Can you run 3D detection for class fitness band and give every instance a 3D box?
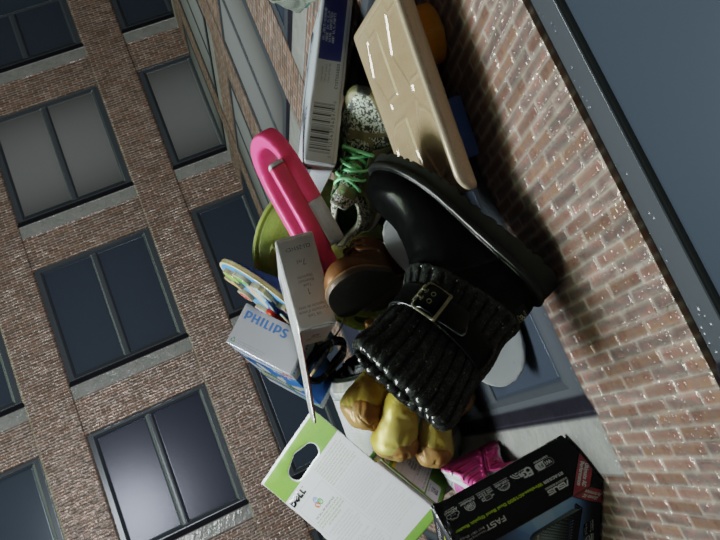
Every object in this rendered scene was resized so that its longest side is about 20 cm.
[{"bbox_3d":[-0.071,-0.067,0.816,0.204,0.037,0.143,61,167,-1],"label":"fitness band"}]

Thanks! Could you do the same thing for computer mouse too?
[{"bbox_3d":[-0.013,0.054,0.875,0.058,0.204,0.034,25,-177,-30],"label":"computer mouse"}]

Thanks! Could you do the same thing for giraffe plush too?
[{"bbox_3d":[0.080,0.115,0.821,0.162,0.168,0.206,128,154,-65],"label":"giraffe plush"}]

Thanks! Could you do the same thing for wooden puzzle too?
[{"bbox_3d":[0.055,-0.159,0.652,0.200,0.045,0.190,-171,61,-82],"label":"wooden puzzle"}]

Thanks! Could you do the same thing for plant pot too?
[{"bbox_3d":[-0.027,-0.012,0.981,0.183,0.197,0.205,28,140,54],"label":"plant pot"}]

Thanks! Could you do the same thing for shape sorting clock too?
[{"bbox_3d":[-0.119,0.053,0.977,0.197,0.040,0.201,32,162,11],"label":"shape sorting clock"}]

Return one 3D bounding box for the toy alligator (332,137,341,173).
[{"bbox_3d":[-0.019,-0.166,0.928,0.201,0.058,0.055,-127,19,-53],"label":"toy alligator"}]

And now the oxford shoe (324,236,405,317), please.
[{"bbox_3d":[0.000,0.000,0.706,0.072,0.070,0.200,59,-168,10],"label":"oxford shoe"}]

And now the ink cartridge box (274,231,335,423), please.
[{"bbox_3d":[-0.054,0.069,0.768,0.200,0.043,0.181,120,136,-79],"label":"ink cartridge box"}]

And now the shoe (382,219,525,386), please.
[{"bbox_3d":[0.099,0.020,0.712,0.202,0.071,0.091,53,-167,6],"label":"shoe"}]

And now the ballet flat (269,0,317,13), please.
[{"bbox_3d":[-0.062,-0.322,0.749,0.199,0.062,0.070,-166,85,-68],"label":"ballet flat"}]

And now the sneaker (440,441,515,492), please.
[{"bbox_3d":[0.155,0.265,0.821,0.200,0.079,0.091,176,72,-80],"label":"sneaker"}]

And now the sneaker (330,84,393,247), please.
[{"bbox_3d":[-0.003,-0.108,0.798,0.089,0.075,0.204,-61,-18,-47],"label":"sneaker"}]

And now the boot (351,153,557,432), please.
[{"bbox_3d":[0.042,0.010,0.587,0.210,0.158,0.080,41,174,30],"label":"boot"}]

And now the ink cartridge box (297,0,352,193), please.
[{"bbox_3d":[-0.051,-0.198,0.858,0.200,0.039,0.206,136,140,-77],"label":"ink cartridge box"}]

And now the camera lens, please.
[{"bbox_3d":[0.054,0.211,0.999,0.160,0.156,0.205,175,73,-78],"label":"camera lens"}]

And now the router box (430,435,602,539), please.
[{"bbox_3d":[0.154,0.275,0.675,0.062,0.146,0.204,50,158,52],"label":"router box"}]

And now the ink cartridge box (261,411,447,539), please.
[{"bbox_3d":[-0.006,0.272,0.902,0.198,0.149,0.076,37,-155,4],"label":"ink cartridge box"}]

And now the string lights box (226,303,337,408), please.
[{"bbox_3d":[-0.101,0.122,0.969,0.101,0.060,0.201,23,163,18],"label":"string lights box"}]
